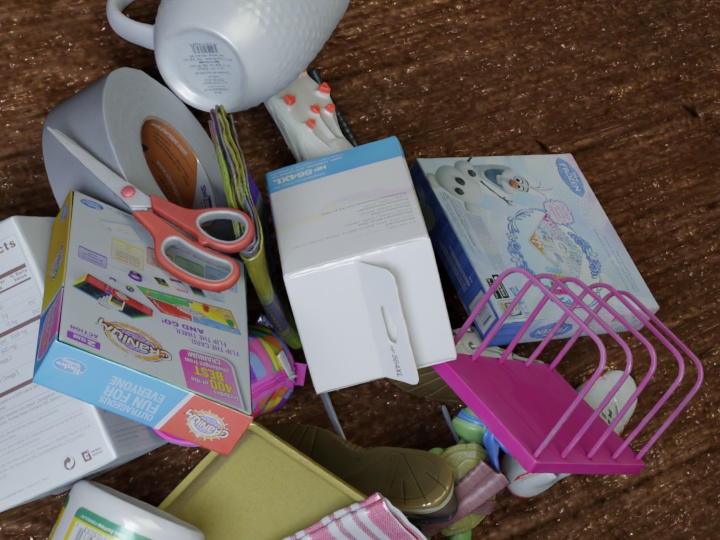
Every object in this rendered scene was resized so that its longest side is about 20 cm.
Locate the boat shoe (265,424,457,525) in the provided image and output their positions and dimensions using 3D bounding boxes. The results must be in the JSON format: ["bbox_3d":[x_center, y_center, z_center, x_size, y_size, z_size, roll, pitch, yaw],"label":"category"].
[{"bbox_3d":[-0.012,0.182,1.450,0.073,0.200,0.065,-61,147,-32],"label":"boat shoe"}]

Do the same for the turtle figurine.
[{"bbox_3d":[0.056,0.209,1.531,0.144,0.200,0.194,19,84,-57],"label":"turtle figurine"}]

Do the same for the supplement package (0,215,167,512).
[{"bbox_3d":[-0.253,0.069,1.332,0.200,0.117,0.117,67,15,6],"label":"supplement package"}]

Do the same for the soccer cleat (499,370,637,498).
[{"bbox_3d":[0.213,0.154,1.645,0.200,0.085,0.069,-31,92,-36],"label":"soccer cleat"}]

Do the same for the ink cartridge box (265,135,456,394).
[{"bbox_3d":[0.000,0.000,1.459,0.200,0.125,0.129,-103,178,-58],"label":"ink cartridge box"}]

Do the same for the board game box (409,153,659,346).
[{"bbox_3d":[0.165,-0.024,1.672,0.199,0.043,0.200,-5,55,-33],"label":"board game box"}]

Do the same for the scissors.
[{"bbox_3d":[-0.171,-0.047,1.300,0.200,0.014,0.073,26,64,12],"label":"scissors"}]

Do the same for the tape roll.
[{"bbox_3d":[-0.176,-0.067,1.430,0.200,0.066,0.201,50,23,-31],"label":"tape roll"}]

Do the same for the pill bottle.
[{"bbox_3d":[-0.205,0.269,1.288,0.113,0.113,0.200,27,82,-22],"label":"pill bottle"}]

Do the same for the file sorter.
[{"bbox_3d":[0.189,0.085,1.499,0.200,0.126,0.139,10,31,-53],"label":"file sorter"}]

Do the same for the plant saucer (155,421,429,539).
[{"bbox_3d":[-0.073,0.221,1.393,0.200,0.200,0.048,36,26,-16],"label":"plant saucer"}]

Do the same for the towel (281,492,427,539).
[{"bbox_3d":[-0.022,0.271,1.375,0.146,0.200,0.030,52,21,-23],"label":"towel"}]

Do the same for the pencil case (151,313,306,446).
[{"bbox_3d":[-0.110,0.090,1.402,0.089,0.088,0.200,62,15,2],"label":"pencil case"}]

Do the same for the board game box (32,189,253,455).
[{"bbox_3d":[-0.156,0.034,1.256,0.153,0.040,0.200,24,28,-19],"label":"board game box"}]

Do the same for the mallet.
[{"bbox_3d":[0.006,-0.108,1.623,0.041,0.066,0.200,-23,85,-39],"label":"mallet"}]

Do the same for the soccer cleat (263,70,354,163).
[{"bbox_3d":[-0.039,-0.110,1.599,0.069,0.078,0.200,-22,65,-42],"label":"soccer cleat"}]

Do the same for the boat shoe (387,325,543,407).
[{"bbox_3d":[0.096,0.085,1.610,0.200,0.071,0.070,22,61,-35],"label":"boat shoe"}]

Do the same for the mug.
[{"bbox_3d":[-0.129,-0.230,1.532,0.199,0.148,0.175,12,42,15],"label":"mug"}]

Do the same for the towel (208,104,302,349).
[{"bbox_3d":[-0.085,-0.031,1.408,0.023,0.200,0.144,-16,62,0],"label":"towel"}]
